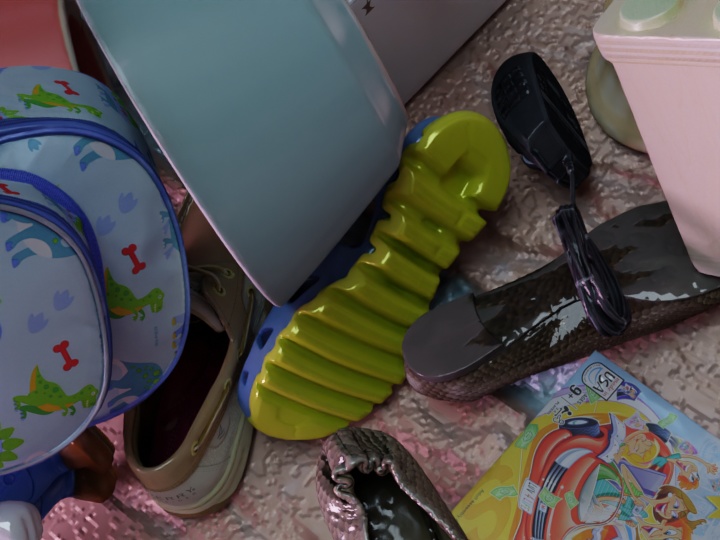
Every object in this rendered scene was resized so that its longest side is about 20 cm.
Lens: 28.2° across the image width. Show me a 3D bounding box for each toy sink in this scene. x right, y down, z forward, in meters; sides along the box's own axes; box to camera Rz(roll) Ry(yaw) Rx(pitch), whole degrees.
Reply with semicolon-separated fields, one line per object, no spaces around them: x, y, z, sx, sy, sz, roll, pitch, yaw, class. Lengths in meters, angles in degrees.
0.191;-0.107;0.642;0.111;0.201;0.131;11;53;44;toy sink

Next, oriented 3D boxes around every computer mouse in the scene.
0.098;-0.041;0.733;0.034;0.059;0.201;-30;39;21;computer mouse

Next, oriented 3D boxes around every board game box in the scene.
0.099;0.151;0.667;0.134;0.034;0.200;36;73;27;board game box

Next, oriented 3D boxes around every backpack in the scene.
-0.182;0.006;0.674;0.198;0.184;0.147;-13;31;-18;backpack

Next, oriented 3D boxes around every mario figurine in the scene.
-0.195;0.168;0.727;0.106;0.124;0.200;22;60;43;mario figurine

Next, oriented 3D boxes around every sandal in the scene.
0.000;0.000;0.769;0.201;0.079;0.087;-54;33;-5;sandal

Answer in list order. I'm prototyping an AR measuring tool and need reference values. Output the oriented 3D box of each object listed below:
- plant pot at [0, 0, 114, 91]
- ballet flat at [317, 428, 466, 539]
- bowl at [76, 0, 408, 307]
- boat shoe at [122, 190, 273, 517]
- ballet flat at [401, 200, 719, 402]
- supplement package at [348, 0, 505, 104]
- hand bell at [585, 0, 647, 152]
-0.226;-0.063;0.809;0.176;0.201;0.202;-18;63;-1;plant pot
0.038;0.147;0.625;0.067;0.046;0.201;-29;59;-7;ballet flat
-0.048;-0.094;0.700;0.104;0.201;0.202;-30;62;2;bowl
-0.085;0.029;0.780;0.073;0.066;0.202;-4;66;17;boat shoe
0.116;0.020;0.735;0.199;0.047;0.068;-24;48;1;ballet flat
-0.017;-0.211;0.836;0.114;0.110;0.200;-45;61;-4;supplement package
0.138;-0.153;0.703;0.103;0.200;0.105;-11;60;19;hand bell
